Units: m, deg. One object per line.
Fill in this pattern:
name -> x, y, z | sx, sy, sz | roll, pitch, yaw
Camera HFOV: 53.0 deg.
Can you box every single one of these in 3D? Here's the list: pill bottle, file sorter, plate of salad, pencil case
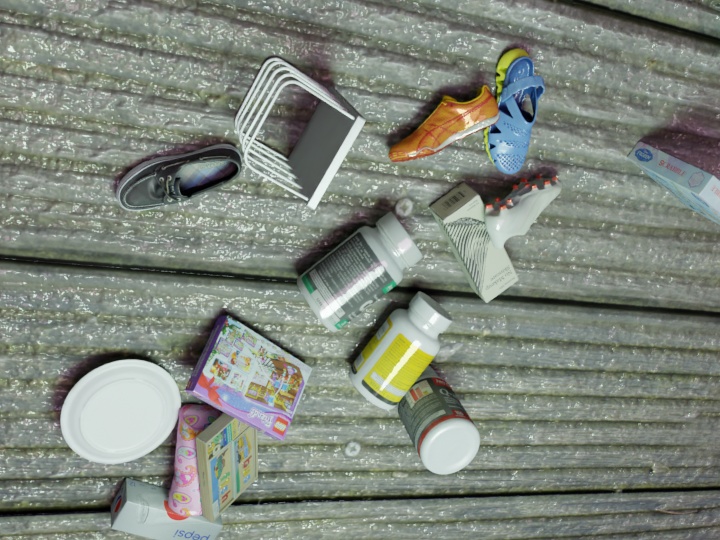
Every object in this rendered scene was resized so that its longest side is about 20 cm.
pill bottle -> 0.133, 0.268, 1.339 | 0.113, 0.201, 0.118 | -8, 119, -14
pill bottle -> 0.000, 0.000, 1.210 | 0.199, 0.113, 0.114 | -38, 122, 3
file sorter -> -0.098, -0.207, 1.026 | 0.123, 0.201, 0.140 | 27, 105, -24
plate of salad -> -0.405, 0.237, 1.226 | 0.196, 0.048, 0.204 | -13, 119, -24
pill bottle -> 0.075, 0.142, 1.309 | 0.110, 0.112, 0.201 | 31, 103, -29
pencil case -> -0.294, 0.338, 1.293 | 0.085, 0.088, 0.204 | 5, 111, -21

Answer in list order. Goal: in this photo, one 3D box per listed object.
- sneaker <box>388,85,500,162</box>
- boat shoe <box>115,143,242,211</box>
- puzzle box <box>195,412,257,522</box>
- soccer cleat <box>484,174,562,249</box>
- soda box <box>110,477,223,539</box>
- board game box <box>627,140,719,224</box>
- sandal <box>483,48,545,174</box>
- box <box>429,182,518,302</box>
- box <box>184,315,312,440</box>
sneaker -> 0.129, -0.236, 1.176 | 0.197, 0.073, 0.078 | -28, 96, -5
boat shoe -> -0.268, -0.132, 1.078 | 0.196, 0.066, 0.071 | -17, 120, -11
puzzle box -> -0.234, 0.336, 1.291 | 0.133, 0.025, 0.204 | -39, 142, -46
soccer cleat -> 0.282, -0.106, 1.255 | 0.198, 0.069, 0.079 | -30, 119, -34
soda box -> -0.358, 0.455, 1.341 | 0.198, 0.064, 0.069 | 27, 104, -29
board game box -> 0.609, -0.142, 1.303 | 0.198, 0.200, 0.042 | 28, 105, -29
sandal -> 0.257, -0.253, 1.191 | 0.078, 0.087, 0.204 | -10, 120, -16
box -> 0.204, -0.048, 1.284 | 0.081, 0.069, 0.201 | -35, 121, -1
box -> -0.188, 0.186, 1.241 | 0.199, 0.039, 0.139 | 37, 64, -30
